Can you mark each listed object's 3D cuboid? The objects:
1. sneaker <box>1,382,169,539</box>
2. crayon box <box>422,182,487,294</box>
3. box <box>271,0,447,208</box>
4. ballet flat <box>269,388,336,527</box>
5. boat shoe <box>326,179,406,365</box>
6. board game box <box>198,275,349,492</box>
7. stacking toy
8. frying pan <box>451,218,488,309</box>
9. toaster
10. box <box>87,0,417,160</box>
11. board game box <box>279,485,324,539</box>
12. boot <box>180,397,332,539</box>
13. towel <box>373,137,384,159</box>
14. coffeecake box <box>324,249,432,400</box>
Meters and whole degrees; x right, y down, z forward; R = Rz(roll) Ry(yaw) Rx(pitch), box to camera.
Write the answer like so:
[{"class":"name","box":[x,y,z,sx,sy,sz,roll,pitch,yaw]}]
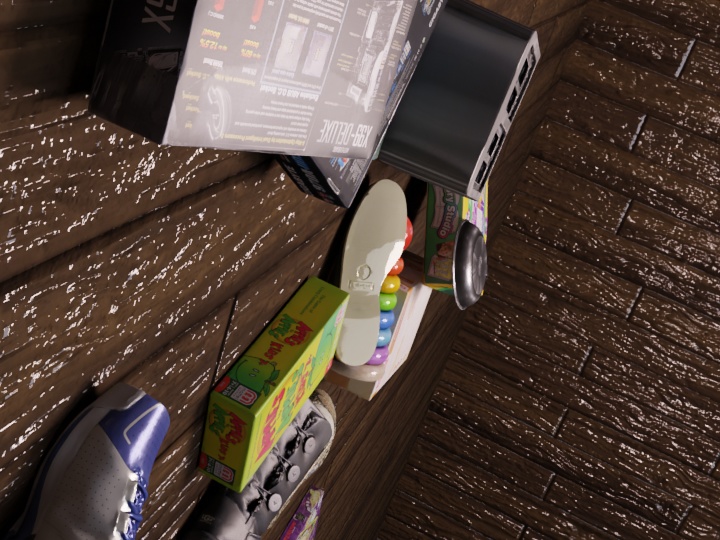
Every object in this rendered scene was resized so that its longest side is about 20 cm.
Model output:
[{"class":"sneaker","box":[-0.151,0.178,0.530,0.201,0.114,0.081,-59,168,-32]},{"class":"crayon box","box":[0.135,-0.072,1.287,0.172,0.057,0.204,19,74,-71]},{"class":"box","box":[-0.004,-0.164,0.639,0.203,0.045,0.159,-65,160,-9]},{"class":"ballet flat","box":[-0.072,0.212,1.065,0.201,0.068,0.075,-55,-172,-37]},{"class":"boat shoe","box":[-0.002,-0.001,1.007,0.063,0.073,0.205,13,-90,61]},{"class":"board game box","box":[-0.079,0.103,0.882,0.200,0.047,0.103,-52,162,-51]},{"class":"stacking toy","box":[0.017,0.026,1.105,0.085,0.084,0.203,-21,131,-74]},{"class":"frying pan","box":[0.152,0.011,1.218,0.191,0.030,0.117,56,41,-55]},{"class":"toaster","box":[0.100,-0.180,0.962,0.184,0.117,0.200,-68,168,5]},{"class":"box","box":[-0.035,-0.141,0.465,0.199,0.049,0.160,-11,121,-62]},{"class":"board game box","box":[-0.107,0.458,1.520,0.121,0.032,0.202,-61,167,-45]},{"class":"boot","box":[-0.092,0.244,0.969,0.201,0.065,0.166,-60,145,-36]},{"class":"towel","box":[0.002,-0.163,0.792,0.149,0.021,0.200,-70,166,13]},{"class":"coffeecake box","box":[0.033,0.066,1.256,0.200,0.072,0.156,-32,143,-71]}]
